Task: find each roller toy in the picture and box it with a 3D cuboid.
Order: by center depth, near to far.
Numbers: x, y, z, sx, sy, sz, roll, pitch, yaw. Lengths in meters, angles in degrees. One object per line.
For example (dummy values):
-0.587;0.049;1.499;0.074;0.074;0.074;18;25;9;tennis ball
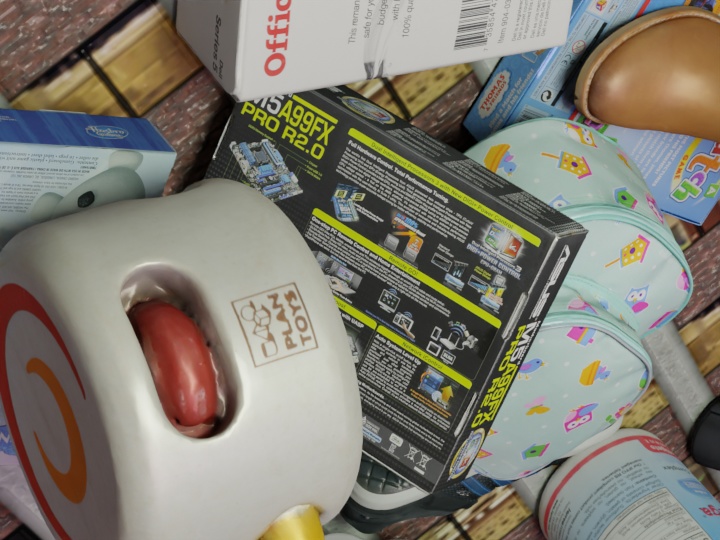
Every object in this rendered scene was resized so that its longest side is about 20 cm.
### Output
-0.086;0.054;1.008;0.140;0.200;0.183;-17;126;-25;roller toy

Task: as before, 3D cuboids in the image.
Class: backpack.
0.090;0.016;1.204;0.200;0.153;0.176;-42;138;15;backpack

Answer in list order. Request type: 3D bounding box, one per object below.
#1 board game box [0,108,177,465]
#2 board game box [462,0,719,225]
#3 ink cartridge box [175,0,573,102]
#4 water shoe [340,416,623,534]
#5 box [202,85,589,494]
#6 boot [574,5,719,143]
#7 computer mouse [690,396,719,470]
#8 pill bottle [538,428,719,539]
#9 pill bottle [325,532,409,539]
-0.214;0.011;1.052;0.200;0.043;0.199;2;121;-35;board game box
0.177;-0.117;1.260;0.200;0.037;0.151;17;113;-40;board game box
0.013;-0.180;1.068;0.200;0.084;0.146;-12;129;-26;ink cartridge box
0.075;0.114;1.365;0.200;0.072;0.079;-14;152;-20;water shoe
0.000;0.000;1.114;0.044;0.200;0.160;-12;129;-62;box
0.235;-0.079;1.190;0.200;0.155;0.077;3;122;-35;boot
0.341;0.091;1.524;0.200;0.046;0.141;-5;127;-31;computer mouse
0.216;0.207;1.422;0.109;0.200;0.109;-18;132;-21;pill bottle
0.038;0.247;1.393;0.120;0.120;0.200;-49;135;9;pill bottle
